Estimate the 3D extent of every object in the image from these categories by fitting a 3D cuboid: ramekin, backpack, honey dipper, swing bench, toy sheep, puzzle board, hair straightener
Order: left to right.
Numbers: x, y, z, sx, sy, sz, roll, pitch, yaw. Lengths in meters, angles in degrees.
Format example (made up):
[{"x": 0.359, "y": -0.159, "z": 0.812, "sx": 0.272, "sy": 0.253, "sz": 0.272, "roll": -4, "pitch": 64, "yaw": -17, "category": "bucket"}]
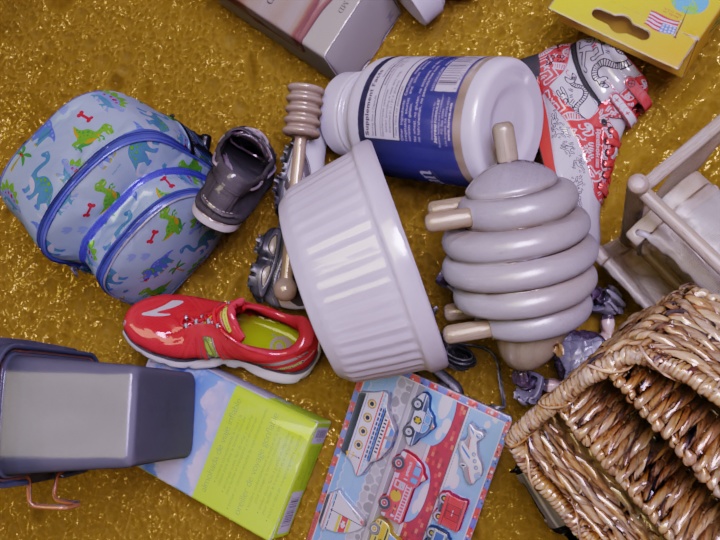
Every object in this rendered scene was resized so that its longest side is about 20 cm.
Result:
[{"x": -0.228, "y": -0.068, "z": 0.807, "sx": 0.183, "sy": 0.200, "sz": 0.147, "roll": -46, "pitch": 66, "yaw": 6, "category": "backpack"}, {"x": -0.063, "y": -0.073, "z": 0.775, "sx": 0.037, "sy": 0.038, "sz": 0.204, "roll": 6, "pitch": 87, "yaw": 18, "category": "honey dipper"}, {"x": 0.000, "y": 0.000, "z": 0.702, "sx": 0.093, "sy": 0.202, "sz": 0.205, "roll": -19, "pitch": 76, "yaw": 3, "category": "ramekin"}, {"x": 0.039, "y": 0.199, "z": 0.762, "sx": 0.149, "sy": 0.017, "sz": 0.203, "roll": 21, "pitch": 98, "yaw": 20, "category": "puzzle board"}, {"x": 0.056, "y": 0.069, "z": 0.781, "sx": 0.198, "sy": 0.041, "sz": 0.078, "roll": 30, "pitch": 90, "yaw": 23, "category": "hair straightener"}, {"x": 0.122, "y": -0.015, "z": 0.654, "sx": 0.136, "sy": 0.138, "sz": 0.203, "roll": -6, "pitch": 109, "yaw": 17, "category": "toy sheep"}, {"x": 0.289, "y": 0.010, "z": 0.625, "sx": 0.129, "sy": 0.201, "sz": 0.199, "roll": -36, "pitch": 71, "yaw": -12, "category": "swing bench"}]

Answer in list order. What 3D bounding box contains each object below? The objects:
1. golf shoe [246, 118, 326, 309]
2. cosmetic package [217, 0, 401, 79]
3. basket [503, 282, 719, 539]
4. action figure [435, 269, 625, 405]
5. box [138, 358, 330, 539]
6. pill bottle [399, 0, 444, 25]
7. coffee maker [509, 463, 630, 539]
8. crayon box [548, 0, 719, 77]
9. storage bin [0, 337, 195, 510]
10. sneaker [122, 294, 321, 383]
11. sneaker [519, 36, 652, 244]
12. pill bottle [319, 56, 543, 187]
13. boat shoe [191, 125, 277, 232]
[{"x": -0.048, "y": -0.058, "z": 0.829, "sx": 0.093, "sy": 0.078, "sz": 0.203, "roll": 14, "pitch": 87, "yaw": 0, "category": "golf shoe"}, {"x": -0.069, "y": -0.292, "z": 0.855, "sx": 0.199, "sy": 0.087, "sz": 0.104, "roll": 36, "pitch": 92, "yaw": 19, "category": "cosmetic package"}, {"x": 0.222, "y": 0.133, "z": 0.542, "sx": 0.148, "sy": 0.143, "sz": 0.201, "roll": -36, "pitch": 80, "yaw": -19, "category": "basket"}, {"x": 0.163, "y": 0.051, "z": 0.738, "sx": 0.199, "sy": 0.069, "sz": 0.130, "roll": 40, "pitch": 86, "yaw": 15, "category": "action figure"}, {"x": -0.141, "y": 0.168, "z": 0.827, "sx": 0.198, "sy": 0.048, "sz": 0.124, "roll": 22, "pitch": 88, "yaw": 21, "category": "box"}, {"x": 0.106, "y": -0.343, "z": 0.792, "sx": 0.200, "sy": 0.116, "sz": 0.116, "roll": -42, "pitch": 72, "yaw": 8, "category": "pill bottle"}, {"x": 0.246, "y": 0.213, "z": 0.667, "sx": 0.189, "sy": 0.135, "sz": 0.203, "roll": -18, "pitch": 76, "yaw": -13, "category": "coffee maker"}, {"x": 0.264, "y": -0.256, "z": 0.727, "sx": 0.126, "sy": 0.051, "sz": 0.201, "roll": 32, "pitch": 70, "yaw": 19, "category": "crayon box"}, {"x": -0.237, "y": 0.139, "z": 0.744, "sx": 0.132, "sy": 0.200, "sz": 0.148, "roll": 0, "pitch": 81, "yaw": 8, "category": "storage bin"}, {"x": -0.134, "y": 0.051, "z": 0.800, "sx": 0.196, "sy": 0.085, "sz": 0.078, "roll": 8, "pitch": 61, "yaw": -2, "category": "sneaker"}, {"x": 0.217, "y": -0.118, "z": 0.746, "sx": 0.106, "sy": 0.067, "sz": 0.205, "roll": -17, "pitch": 74, "yaw": 17, "category": "sneaker"}, {"x": 0.057, "y": -0.139, "z": 0.757, "sx": 0.198, "sy": 0.110, "sz": 0.113, "roll": 14, "pitch": 85, "yaw": 43, "category": "pill bottle"}, {"x": -0.110, "y": -0.104, "z": 0.793, "sx": 0.066, "sy": 0.201, "sz": 0.057, "roll": 29, "pitch": 118, "yaw": -12, "category": "boat shoe"}]
